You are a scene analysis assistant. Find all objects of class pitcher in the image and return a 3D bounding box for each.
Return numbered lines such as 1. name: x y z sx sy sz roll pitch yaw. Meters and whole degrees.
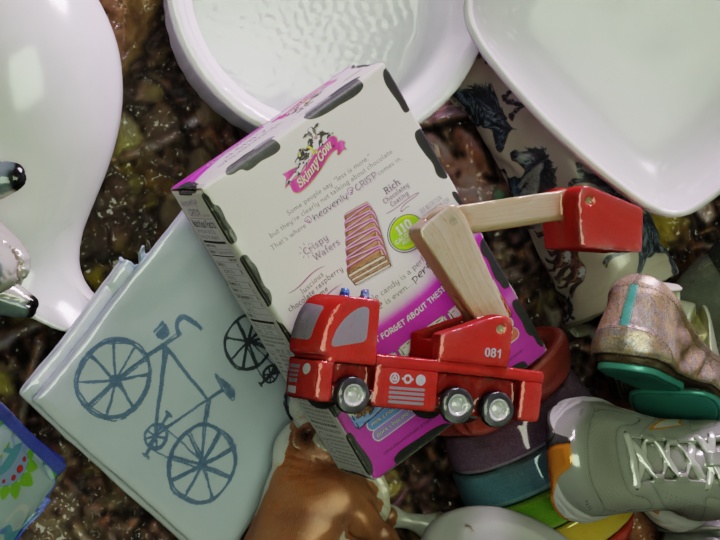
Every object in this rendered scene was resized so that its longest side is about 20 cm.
1. pitcher: -0.226 -0.071 1.465 0.170 0.121 0.202 2 97 2

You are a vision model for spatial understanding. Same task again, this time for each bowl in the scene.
1. bowl: 0.178 -0.152 1.476 0.200 0.075 0.200 45 86 0

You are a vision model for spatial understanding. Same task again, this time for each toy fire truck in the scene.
1. toy fire truck: 0.058 0.016 1.404 0.199 0.049 0.142 7 88 -23

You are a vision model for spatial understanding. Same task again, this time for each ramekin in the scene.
1. ramekin: -0.028 -0.170 1.519 0.199 0.098 0.202 1 86 -14

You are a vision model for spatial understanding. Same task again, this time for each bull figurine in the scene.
1. bull figurine: -0.022 0.166 1.506 0.121 0.065 0.201 28 94 -4

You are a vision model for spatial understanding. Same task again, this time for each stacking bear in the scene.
1. stacking bear: 0.120 0.147 1.529 0.113 0.121 0.201 -34 103 -29

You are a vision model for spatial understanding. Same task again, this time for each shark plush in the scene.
1. shark plush: -0.268 -0.024 1.395 0.199 0.083 0.091 18 117 19

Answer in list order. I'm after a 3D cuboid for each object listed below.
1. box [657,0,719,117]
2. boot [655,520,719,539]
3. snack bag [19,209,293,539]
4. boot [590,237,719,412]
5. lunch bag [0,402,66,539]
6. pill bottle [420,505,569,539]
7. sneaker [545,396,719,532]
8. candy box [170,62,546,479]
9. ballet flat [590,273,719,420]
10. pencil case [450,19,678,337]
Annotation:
1. box: 0.260 -0.192 1.583 0.181 0.104 0.202 -1 87 -11
2. boot: 0.278 0.174 1.584 0.199 0.070 0.133 3 80 -17
3. snack bag: -0.086 0.049 1.489 0.200 0.021 0.189 -53 127 -12
4. boot: 0.241 0.065 1.582 0.131 0.068 0.200 -41 126 16
5. lunch bag: -0.291 0.125 1.431 0.200 0.127 0.171 40 76 -21
6. pill bottle: 0.061 0.249 1.465 0.109 0.110 0.201 11 117 -12
7. sneaker: 0.184 0.111 1.459 0.199 0.092 0.076 11 73 -53
8. candy box: 0.000 0.000 1.438 0.136 0.061 0.201 -34 104 -19
9. ballet flat: 0.183 0.045 1.457 0.068 0.200 0.068 5 78 16
10. pencil case: 0.125 -0.059 1.557 0.078 0.089 0.201 -30 95 -48
